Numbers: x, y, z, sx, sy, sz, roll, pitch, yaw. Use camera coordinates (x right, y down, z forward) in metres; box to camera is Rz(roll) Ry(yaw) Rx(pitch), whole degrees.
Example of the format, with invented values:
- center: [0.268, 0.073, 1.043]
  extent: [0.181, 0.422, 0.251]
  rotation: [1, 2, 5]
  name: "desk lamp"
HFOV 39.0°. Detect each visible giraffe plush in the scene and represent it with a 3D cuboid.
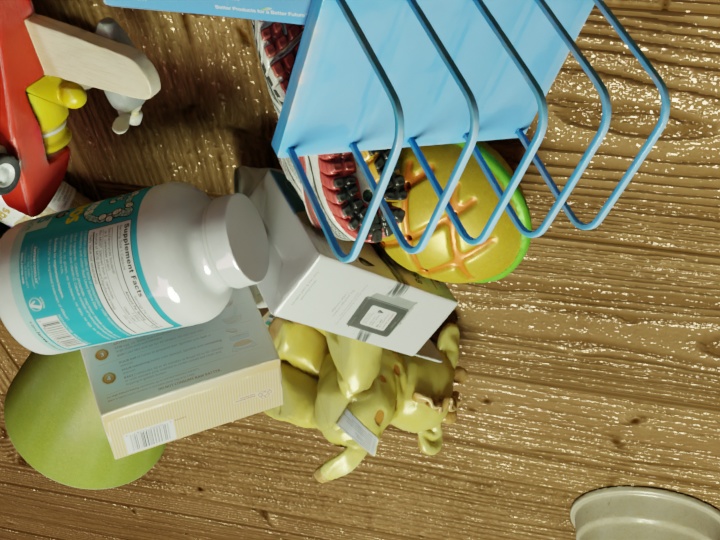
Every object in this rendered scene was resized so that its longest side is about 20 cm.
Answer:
- center: [0.021, 0.103, 0.982]
  extent: [0.162, 0.200, 0.173]
  rotation: [3, 128, -40]
  name: "giraffe plush"

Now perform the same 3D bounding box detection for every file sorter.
- center: [0.069, -0.093, 0.640]
  extent: [0.199, 0.123, 0.139]
  rotation: [-8, 145, -26]
  name: "file sorter"

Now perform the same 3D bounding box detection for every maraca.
- center: [0.044, -0.065, 0.801]
  extent: [0.200, 0.107, 0.137]
  rotation: [34, 136, 10]
  name: "maraca"

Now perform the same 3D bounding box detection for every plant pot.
- center: [0.346, 0.391, 1.236]
  extent: [0.200, 0.184, 0.201]
  rotation: [11, 145, 8]
  name: "plant pot"
- center: [-0.268, 0.104, 1.097]
  extent: [0.187, 0.187, 0.200]
  rotation: [24, 132, -11]
  name: "plant pot"

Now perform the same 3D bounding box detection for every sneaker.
- center: [-0.039, -0.112, 0.736]
  extent: [0.082, 0.078, 0.201]
  rotation: [-3, 108, 55]
  name: "sneaker"
- center: [-0.072, -0.024, 0.931]
  extent: [0.080, 0.071, 0.200]
  rotation: [-5, 152, -6]
  name: "sneaker"

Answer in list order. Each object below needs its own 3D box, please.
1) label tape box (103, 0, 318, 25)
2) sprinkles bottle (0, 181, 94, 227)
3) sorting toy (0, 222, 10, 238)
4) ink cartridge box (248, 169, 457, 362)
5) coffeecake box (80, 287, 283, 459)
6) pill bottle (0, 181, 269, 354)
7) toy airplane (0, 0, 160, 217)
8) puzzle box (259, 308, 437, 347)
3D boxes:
- center: [-0.090, -0.238, 0.563]
  extent: [0.143, 0.066, 0.200]
  rotation: [8, 143, 9]
  name: "label tape box"
- center: [-0.311, -0.065, 0.969]
  extent: [0.200, 0.068, 0.068]
  rotation: [35, 141, -24]
  name: "sprinkles bottle"
- center: [-0.356, -0.027, 0.985]
  extent: [0.200, 0.185, 0.037]
  rotation: [35, 97, -28]
  name: "sorting toy"
- center: [0.000, 0.000, 0.856]
  extent: [0.200, 0.116, 0.067]
  rotation: [19, 118, -41]
  name: "ink cartridge box"
- center: [-0.174, 0.045, 0.905]
  extent: [0.153, 0.200, 0.073]
  rotation: [-17, 142, -15]
  name: "coffeecake box"
- center: [-0.174, -0.004, 0.788]
  extent: [0.199, 0.111, 0.111]
  rotation: [-12, 138, 19]
  name: "pill bottle"
- center: [-0.251, -0.166, 0.771]
  extent: [0.199, 0.141, 0.200]
  rotation: [-36, 85, 37]
  name: "toy airplane"
- center: [-0.016, 0.082, 1.092]
  extent: [0.200, 0.025, 0.133]
  rotation: [27, 145, -15]
  name: "puzzle box"
